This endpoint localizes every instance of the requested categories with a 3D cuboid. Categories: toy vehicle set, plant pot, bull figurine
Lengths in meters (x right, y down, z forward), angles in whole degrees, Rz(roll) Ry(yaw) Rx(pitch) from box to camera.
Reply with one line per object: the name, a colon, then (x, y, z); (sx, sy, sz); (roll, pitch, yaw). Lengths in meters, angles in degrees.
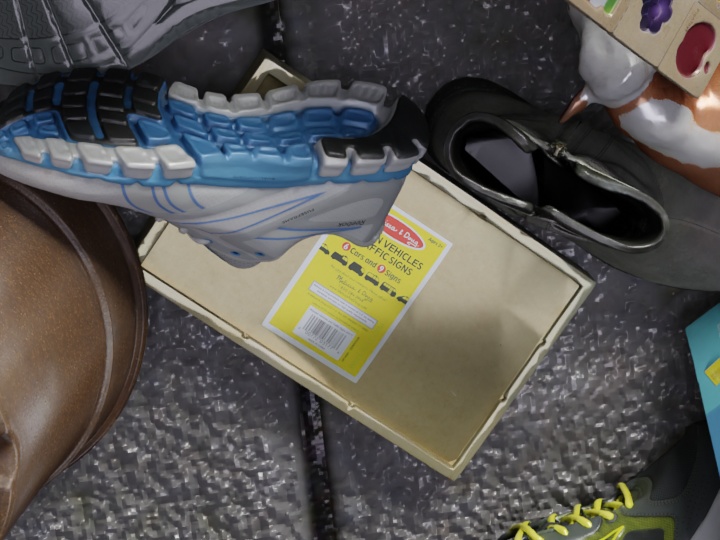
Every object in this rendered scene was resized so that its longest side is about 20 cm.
toy vehicle set: (0.000, 0.000, 0.954); (0.200, 0.027, 0.124); (34, 98, -13)
plant pot: (-0.203, 0.046, 0.842); (0.200, 0.198, 0.200); (0, 107, 1)
bull figurine: (0.170, -0.074, 0.900); (0.200, 0.121, 0.065); (29, 120, -14)

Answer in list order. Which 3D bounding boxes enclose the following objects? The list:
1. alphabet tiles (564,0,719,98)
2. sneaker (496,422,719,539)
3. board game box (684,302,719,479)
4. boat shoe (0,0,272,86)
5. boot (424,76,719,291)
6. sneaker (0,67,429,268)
alphabet tiles: (0.138, -0.189, 0.773); (0.167, 0.008, 0.200); (28, 92, -43)
sneaker: (0.111, 0.149, 0.979); (0.085, 0.074, 0.200); (39, 91, -4)
board game box: (0.229, 0.115, 0.905); (0.151, 0.200, 0.047); (38, 117, -23)
boat shoe: (-0.099, -0.139, 0.895); (0.202, 0.065, 0.074); (-20, 107, 3)
boot: (0.121, -0.026, 0.906); (0.200, 0.131, 0.068); (21, 101, -11)
sneaker: (-0.072, -0.037, 0.881); (0.200, 0.075, 0.087); (4, 130, -14)
